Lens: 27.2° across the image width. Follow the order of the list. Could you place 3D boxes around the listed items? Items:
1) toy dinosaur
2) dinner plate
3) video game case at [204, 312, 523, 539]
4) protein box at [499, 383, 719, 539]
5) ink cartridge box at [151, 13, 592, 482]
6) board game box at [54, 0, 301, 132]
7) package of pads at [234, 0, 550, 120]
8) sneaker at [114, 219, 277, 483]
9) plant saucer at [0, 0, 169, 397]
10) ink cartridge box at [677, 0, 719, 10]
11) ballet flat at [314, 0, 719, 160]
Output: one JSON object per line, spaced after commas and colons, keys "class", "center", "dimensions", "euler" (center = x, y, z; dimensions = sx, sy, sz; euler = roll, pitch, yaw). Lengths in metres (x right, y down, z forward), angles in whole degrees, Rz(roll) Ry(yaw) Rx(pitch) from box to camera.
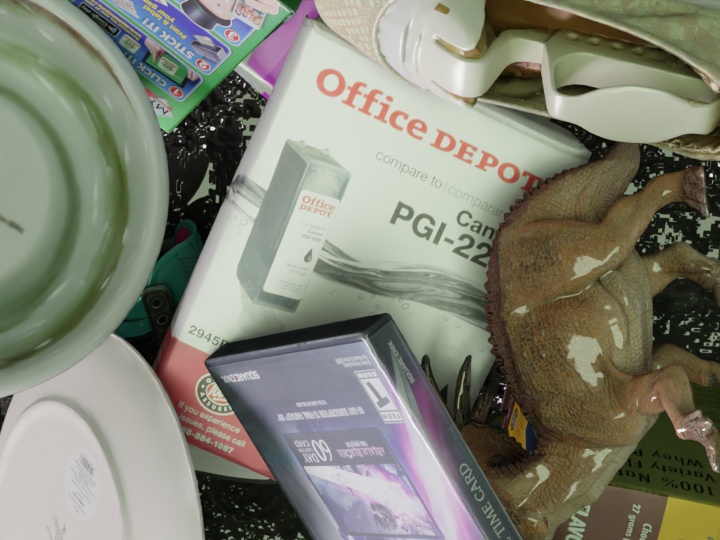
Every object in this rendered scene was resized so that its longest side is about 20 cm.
{"class": "toy dinosaur", "center": [0.081, 0.026, 0.608], "dimensions": [0.134, 0.086, 0.203], "euler": [-5, 72, 20]}
{"class": "dinner plate", "center": [-0.134, 0.127, 0.692], "dimensions": [0.024, 0.199, 0.203], "euler": [1, 107, -41]}
{"class": "video game case", "center": [0.021, 0.112, 0.614], "dimensions": [0.019, 0.142, 0.201], "euler": [-36, 101, -29]}
{"class": "protein box", "center": [0.166, 0.147, 0.749], "dimensions": [0.196, 0.200, 0.137], "euler": [12, 103, -3]}
{"class": "ink cartridge box", "center": [0.000, 0.000, 0.699], "dimensions": [0.144, 0.085, 0.202], "euler": [24, 97, -6]}
{"class": "board game box", "center": [-0.135, -0.156, 0.677], "dimensions": [0.199, 0.134, 0.029], "euler": [36, 57, -17]}
{"class": "package of pads", "center": [0.049, -0.135, 0.750], "dimensions": [0.154, 0.068, 0.200], "euler": [40, 100, -9]}
{"class": "sneaker", "center": [-0.078, 0.037, 0.786], "dimensions": [0.197, 0.084, 0.122], "euler": [5, 113, 0]}
{"class": "plant saucer", "center": [-0.188, -0.039, 0.680], "dimensions": [0.197, 0.050, 0.203], "euler": [4, 79, -19]}
{"class": "ink cartridge box", "center": [0.217, -0.121, 0.633], "dimensions": [0.198, 0.145, 0.084], "euler": [9, 140, 32]}
{"class": "ballet flat", "center": [0.067, -0.089, 0.588], "dimensions": [0.197, 0.063, 0.068], "euler": [12, 133, 14]}
